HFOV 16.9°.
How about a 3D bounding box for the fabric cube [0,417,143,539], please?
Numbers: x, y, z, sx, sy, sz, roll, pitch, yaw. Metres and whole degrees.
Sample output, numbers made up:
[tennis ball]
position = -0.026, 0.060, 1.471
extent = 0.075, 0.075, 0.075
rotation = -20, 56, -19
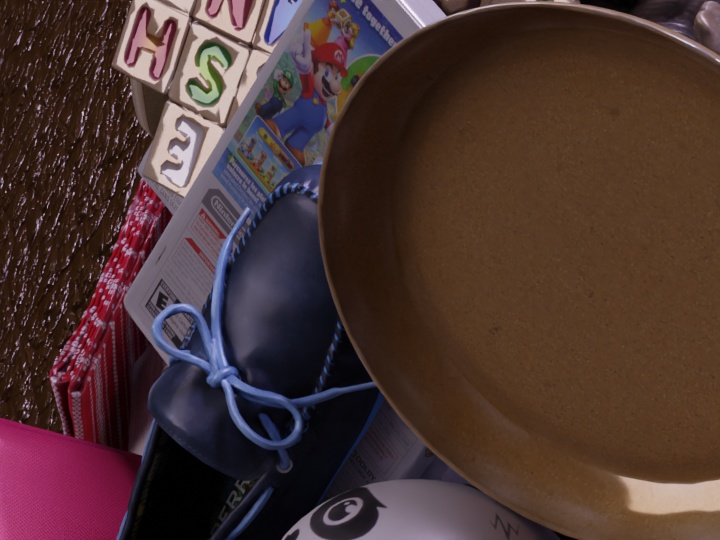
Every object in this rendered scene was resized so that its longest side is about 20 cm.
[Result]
[fabric cube]
position = -0.113, 0.205, 1.016
extent = 0.200, 0.199, 0.196
rotation = -49, 32, 43

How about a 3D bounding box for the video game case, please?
[video game case]
position = -0.004, -0.002, 0.889
extent = 0.143, 0.018, 0.200
rotation = 51, 130, 21

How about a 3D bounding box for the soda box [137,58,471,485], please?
[soda box]
position = 0.000, 0.000, 0.955
extent = 0.200, 0.068, 0.064
rotation = 49, 124, 28

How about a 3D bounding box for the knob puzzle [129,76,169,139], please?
[knob puzzle]
position = -0.036, -0.127, 1.093
extent = 0.030, 0.219, 0.220
rotation = 46, 124, 23

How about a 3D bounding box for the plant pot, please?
[plant pot]
position = 0.078, 0.001, 0.781
extent = 0.027, 0.200, 0.200
rotation = -45, -4, -48

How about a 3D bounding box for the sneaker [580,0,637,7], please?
[sneaker]
position = 0.050, -0.078, 1.009
extent = 0.200, 0.075, 0.087
rotation = -41, 29, 47

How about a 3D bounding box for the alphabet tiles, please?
[alphabet tiles]
position = -0.012, -0.088, 0.915
extent = 0.200, 0.008, 0.167
rotation = 28, 106, 34

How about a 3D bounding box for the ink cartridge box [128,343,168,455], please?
[ink cartridge box]
position = -0.041, 0.053, 1.125
extent = 0.200, 0.067, 0.117
rotation = -47, 34, 49

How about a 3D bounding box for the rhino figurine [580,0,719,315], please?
[rhino figurine]
position = 0.114, -0.057, 0.859
extent = 0.087, 0.060, 0.200
rotation = -46, 31, 40

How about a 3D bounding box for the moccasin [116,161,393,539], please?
[moccasin]
position = -0.040, 0.056, 0.877
extent = 0.080, 0.068, 0.200
rotation = 34, 123, 32

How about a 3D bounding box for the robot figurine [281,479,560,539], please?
[robot figurine]
position = 0.018, 0.170, 0.836
extent = 0.125, 0.150, 0.200
rotation = 57, -148, -58

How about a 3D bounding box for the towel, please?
[towel]
position = -0.114, 0.019, 1.242
extent = 0.145, 0.022, 0.200
rotation = 93, -166, -55
